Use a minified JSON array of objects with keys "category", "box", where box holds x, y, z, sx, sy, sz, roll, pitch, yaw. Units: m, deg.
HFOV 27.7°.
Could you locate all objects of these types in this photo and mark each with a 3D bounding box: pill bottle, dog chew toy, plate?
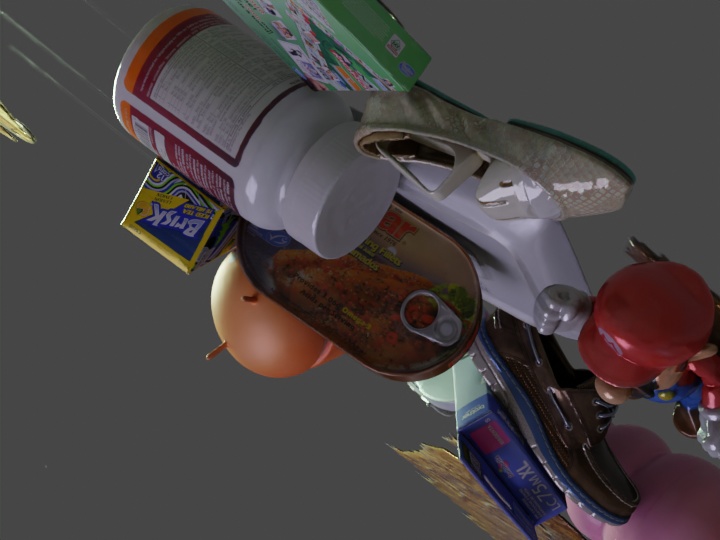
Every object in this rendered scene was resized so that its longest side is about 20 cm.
[{"category":"pill bottle","box":[-0.073,-0.098,1.035,0.199,0.110,0.110,35,169,25]},{"category":"dog chew toy","box":[0.233,0.191,1.259,0.199,0.125,0.125,38,171,37]},{"category":"plate","box":[0.079,-0.025,1.084,0.198,0.032,0.200,29,165,32]}]

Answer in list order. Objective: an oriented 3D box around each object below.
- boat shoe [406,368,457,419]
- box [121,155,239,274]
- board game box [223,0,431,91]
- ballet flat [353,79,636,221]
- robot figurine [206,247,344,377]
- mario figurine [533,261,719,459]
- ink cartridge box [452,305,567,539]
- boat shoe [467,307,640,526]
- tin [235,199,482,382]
[{"category":"boat shoe","box":[0.088,0.112,1.469,0.086,0.075,0.201,43,169,-26]},{"category":"box","box":[-0.109,-0.063,1.168,0.070,0.065,0.200,35,-159,7]},{"category":"board game box","box":[-0.060,-0.185,0.891,0.200,0.029,0.134,43,166,-25]},{"category":"ballet flat","box":[0.076,-0.061,0.883,0.199,0.063,0.067,27,168,40]},{"category":"robot figurine","box":[-0.039,0.015,1.188,0.143,0.199,0.118,6,111,43]},{"category":"mario figurine","box":[0.179,0.066,0.945,0.122,0.108,0.200,-6,160,18]},{"category":"ink cartridge box","box":[0.123,0.126,1.222,0.120,0.042,0.201,51,-159,-23]},{"category":"boat shoe","box":[0.166,0.112,1.166,0.201,0.072,0.072,51,-157,-3]},{"category":"tin","box":[0.000,0.000,1.067,0.199,0.113,0.042,34,178,19]}]
